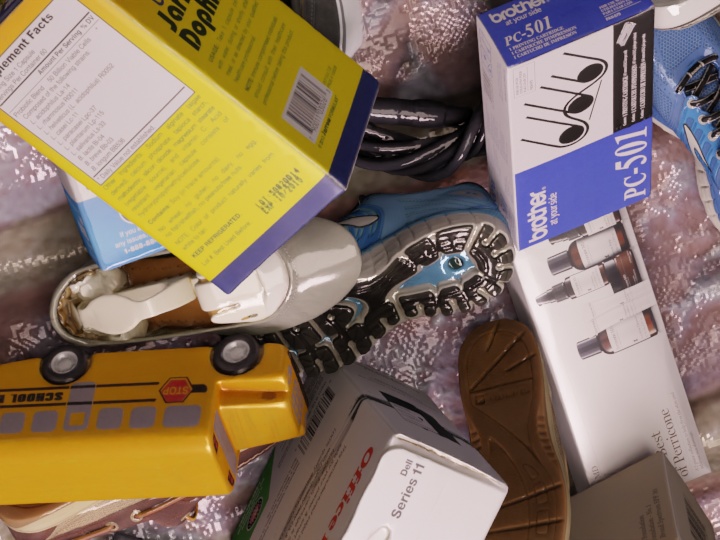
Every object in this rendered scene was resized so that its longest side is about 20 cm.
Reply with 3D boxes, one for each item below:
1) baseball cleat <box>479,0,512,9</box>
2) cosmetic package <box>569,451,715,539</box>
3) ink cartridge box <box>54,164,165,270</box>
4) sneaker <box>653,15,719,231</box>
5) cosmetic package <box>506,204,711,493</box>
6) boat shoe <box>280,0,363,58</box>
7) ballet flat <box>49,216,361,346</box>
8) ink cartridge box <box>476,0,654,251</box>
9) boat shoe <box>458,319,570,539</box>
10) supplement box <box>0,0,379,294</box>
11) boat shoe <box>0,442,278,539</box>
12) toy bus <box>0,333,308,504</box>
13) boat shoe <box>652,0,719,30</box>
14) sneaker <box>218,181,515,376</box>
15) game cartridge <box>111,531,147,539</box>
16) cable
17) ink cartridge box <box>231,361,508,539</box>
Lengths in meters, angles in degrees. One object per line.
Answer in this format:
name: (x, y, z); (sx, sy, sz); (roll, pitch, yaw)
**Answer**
baseball cleat: (0.080, -0.215, 1.505); (0.200, 0.070, 0.107); (43, 72, -35)
cosmetic package: (0.124, 0.207, 1.639); (0.200, 0.104, 0.073); (-29, 115, 14)
ink cartridge box: (-0.124, -0.122, 1.551); (0.145, 0.084, 0.200); (-20, 106, -7)
sneaker: (0.231, -0.094, 1.622); (0.079, 0.089, 0.200); (-42, 113, -10)
cosmetic package: (0.152, 0.050, 1.668); (0.082, 0.051, 0.200); (-22, 106, -5)
boat shoe: (-0.051, -0.202, 1.479); (0.057, 0.069, 0.200); (-32, 114, -38)
ballet flat: (-0.095, 0.014, 1.552); (0.200, 0.064, 0.068); (-10, 101, 27)
ink cartridge box: (0.122, -0.095, 1.539); (0.094, 0.044, 0.200); (-23, 151, -8)
boat shoe: (0.099, 0.131, 1.616); (0.071, 0.065, 0.200); (-7, 63, 16)
supplement box: (-0.105, -0.104, 1.439); (0.200, 0.110, 0.109); (38, 126, -17)
boat shoe: (-0.126, 0.122, 1.624); (0.200, 0.072, 0.072); (-24, 138, -7)
toy bus: (-0.135, 0.091, 1.560); (0.200, 0.078, 0.065); (-3, 139, 12)
boat shoe: (0.240, -0.189, 1.591); (0.200, 0.071, 0.064); (-38, 128, -30)
sneaker: (0.000, 0.000, 1.614); (0.200, 0.090, 0.078); (-16, 122, 12)
game cartridge: (-0.134, 0.278, 1.668); (0.133, 0.042, 0.200); (22, 97, -12)
cable: (0.052, -0.149, 1.577); (0.200, 0.051, 0.163); (-32, 94, 5)
ink cartridge box: (0.001, 0.149, 1.580); (0.083, 0.200, 0.147); (24, 97, -16)
